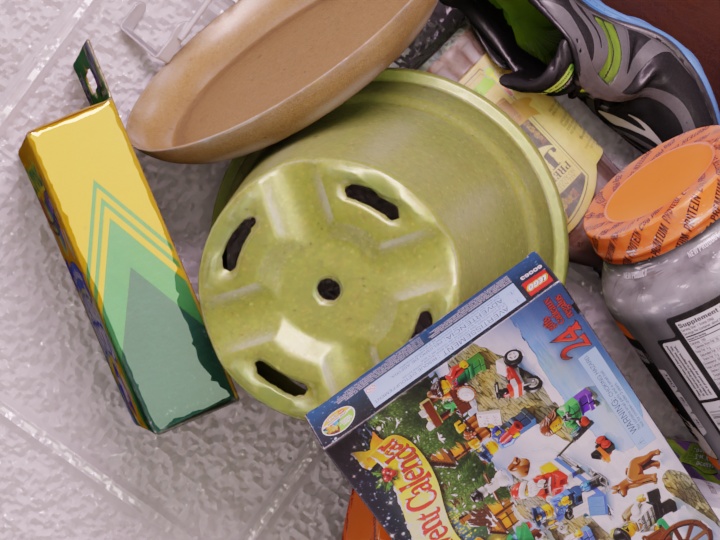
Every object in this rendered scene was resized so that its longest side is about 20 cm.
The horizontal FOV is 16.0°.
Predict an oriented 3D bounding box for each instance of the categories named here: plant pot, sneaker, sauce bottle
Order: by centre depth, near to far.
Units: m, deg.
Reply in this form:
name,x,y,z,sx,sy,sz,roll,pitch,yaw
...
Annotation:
name,x,y,z,sx,sy,sz,roll,pitch,yaw
plant pot,0.000,0.000,1.317,0.200,0.184,0.201,1,98,9
plant pot,-0.034,-0.116,1.344,0.200,0.200,0.028,-37,112,-9
sneaker,0.114,-0.114,1.391,0.200,0.071,0.083,38,49,-21
sauce bottle,0.109,-0.052,1.428,0.200,0.065,0.065,44,82,-6

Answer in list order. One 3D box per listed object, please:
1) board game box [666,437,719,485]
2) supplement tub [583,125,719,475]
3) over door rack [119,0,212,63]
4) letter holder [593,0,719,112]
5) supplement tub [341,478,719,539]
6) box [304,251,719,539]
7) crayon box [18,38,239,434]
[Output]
name,x,y,z,sx,sy,sz,roll,pitch,yaw
board game box,0.112,0.144,1.443,0.199,0.032,0.120,11,90,-10
supplement tub,0.211,0.029,1.369,0.122,0.123,0.200,-38,108,-9
over door rack,-0.076,-0.187,1.324,0.200,0.148,0.067,-42,64,15
letter holder,0.214,-0.151,1.442,0.200,0.142,0.101,30,52,-8
supplement tub,0.095,0.157,1.364,0.199,0.123,0.123,11,87,-11
box,0.083,0.107,1.245,0.136,0.038,0.200,-36,119,0
crayon box,-0.131,-0.015,1.354,0.051,0.126,0.200,-22,92,-9
